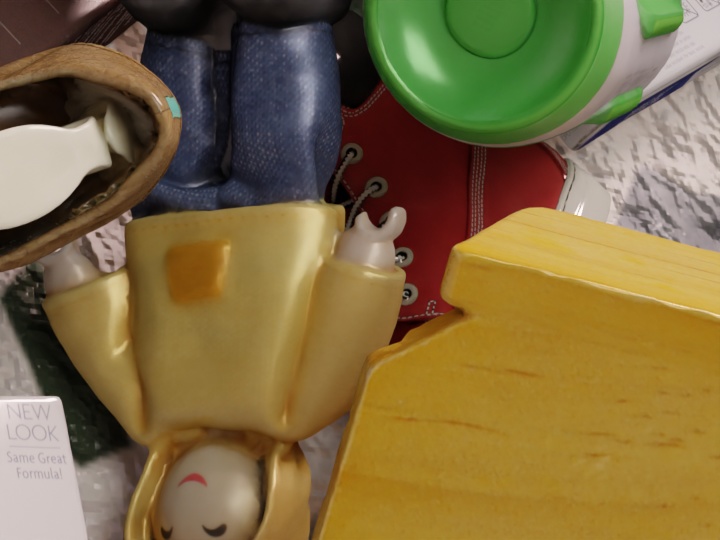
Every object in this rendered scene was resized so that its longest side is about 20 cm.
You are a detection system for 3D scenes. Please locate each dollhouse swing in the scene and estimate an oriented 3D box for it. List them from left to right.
[{"bbox_3d":[0.071,0.078,0.752,0.181,0.201,0.176,15,18,-6],"label":"dollhouse swing"}]

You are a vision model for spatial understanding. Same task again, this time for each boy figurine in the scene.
[{"bbox_3d":[-0.047,0.009,0.747,0.064,0.124,0.201,13,80,-71],"label":"boy figurine"}]

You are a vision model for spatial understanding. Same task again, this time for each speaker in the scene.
[{"bbox_3d":[0.059,-0.088,0.812,0.089,0.088,0.200,53,14,2],"label":"speaker"}]

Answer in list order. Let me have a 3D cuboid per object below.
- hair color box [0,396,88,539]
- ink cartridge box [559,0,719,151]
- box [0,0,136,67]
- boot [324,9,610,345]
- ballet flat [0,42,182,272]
[{"bbox_3d":[-0.121,0.135,0.642,0.109,0.065,0.201,3,61,-35],"label":"hair color box"},{"bbox_3d":[0.092,-0.166,0.999,0.199,0.041,0.200,-29,82,-44],"label":"ink cartridge box"},{"bbox_3d":[-0.112,-0.116,0.795,0.100,0.075,0.200,45,44,-4],"label":"box"},{"bbox_3d":[0.000,0.000,0.812,0.144,0.072,0.200,35,40,-14],"label":"boot"},{"bbox_3d":[-0.136,-0.010,0.661,0.199,0.072,0.068,-22,98,-18],"label":"ballet flat"}]
